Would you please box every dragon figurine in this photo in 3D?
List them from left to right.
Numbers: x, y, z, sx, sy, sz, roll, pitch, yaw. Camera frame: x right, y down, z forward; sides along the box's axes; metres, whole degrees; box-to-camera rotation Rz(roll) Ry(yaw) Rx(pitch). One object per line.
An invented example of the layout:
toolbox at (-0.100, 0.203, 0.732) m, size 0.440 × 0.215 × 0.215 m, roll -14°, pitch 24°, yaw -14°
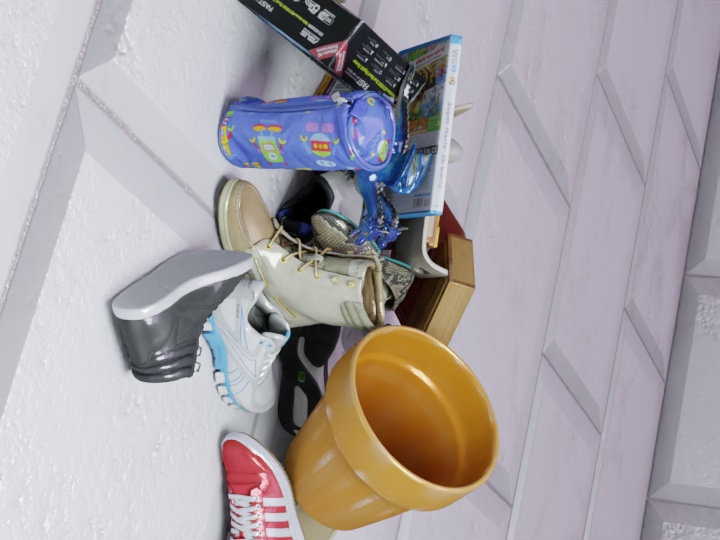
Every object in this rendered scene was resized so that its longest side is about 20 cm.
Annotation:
dragon figurine at (0.039, -0.120, 1.666) m, size 0.200 × 0.099 × 0.059 m, roll -57°, pitch 155°, yaw 3°

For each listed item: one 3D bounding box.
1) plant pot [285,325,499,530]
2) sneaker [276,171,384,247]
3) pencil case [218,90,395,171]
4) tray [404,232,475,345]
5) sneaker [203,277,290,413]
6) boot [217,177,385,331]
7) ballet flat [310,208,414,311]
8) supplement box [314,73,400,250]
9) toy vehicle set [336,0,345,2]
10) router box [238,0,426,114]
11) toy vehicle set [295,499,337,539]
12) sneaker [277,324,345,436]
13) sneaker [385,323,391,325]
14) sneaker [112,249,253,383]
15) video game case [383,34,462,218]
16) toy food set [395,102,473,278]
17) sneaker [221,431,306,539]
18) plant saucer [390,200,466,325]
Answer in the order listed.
plant pot at (0.019, 0.191, 1.672) m, size 0.200 × 0.183 × 0.201 m, roll 25°, pitch 44°, yaw -26°
sneaker at (-0.047, -0.041, 1.780) m, size 0.115 × 0.081 × 0.200 m, roll -17°, pitch 132°, yaw -35°
pencil case at (-0.057, -0.145, 1.582) m, size 0.078 × 0.200 × 0.087 m, roll -56°, pitch 132°, yaw -33°
tray at (0.084, 0.064, 1.830) m, size 0.099 × 0.037 × 0.200 m, roll -88°, pitch -162°, yaw -54°
sneaker at (-0.112, 0.083, 1.635) m, size 0.200 × 0.086 × 0.075 m, roll 74°, pitch 30°, yaw -42°
boot at (-0.061, -0.015, 1.643) m, size 0.072 × 0.154 × 0.200 m, roll -58°, pitch 140°, yaw -41°
ballet flat at (0.000, 0.000, 1.734) m, size 0.200 × 0.068 × 0.075 m, roll 37°, pitch 66°, yaw -55°
supplement box at (0.005, -0.135, 1.857) m, size 0.110 × 0.085 × 0.200 m, roll -63°, pitch 148°, yaw -41°
toy vehicle set at (-0.041, -0.420, 1.734) m, size 0.124 × 0.026 × 0.201 m, roll 39°, pitch 54°, yaw -61°
router box at (-0.031, -0.252, 1.668) m, size 0.062 × 0.150 × 0.200 m, roll -52°, pitch 154°, yaw 4°
toy vehicle set at (-0.042, 0.259, 1.819) m, size 0.200 × 0.026 × 0.124 m, roll -58°, pitch 149°, yaw -13°
sneaker at (-0.049, 0.087, 1.808) m, size 0.115 × 0.075 × 0.201 m, roll -41°, pitch 142°, yaw -67°
sneaker at (0.054, 0.158, 2.044) m, size 0.080 × 0.077 × 0.200 m, roll -46°, pitch 134°, yaw -38°
sneaker at (-0.172, 0.047, 1.520) m, size 0.200 × 0.071 × 0.099 m, roll -34°, pitch 127°, yaw -53°
video game case at (0.067, -0.160, 1.743) m, size 0.018 × 0.143 × 0.201 m, roll 8°, pitch 87°, yaw -23°
toy food set at (0.094, -0.092, 1.796) m, size 0.143 × 0.060 × 0.201 m, roll 176°, pitch -78°, yaw -79°
sneaker at (-0.125, 0.282, 1.662) m, size 0.112 × 0.071 × 0.200 m, roll -43°, pitch 122°, yaw -42°
plant saucer at (0.076, -0.001, 1.959) m, size 0.200 × 0.037 × 0.200 m, roll -117°, pitch -149°, yaw -58°
